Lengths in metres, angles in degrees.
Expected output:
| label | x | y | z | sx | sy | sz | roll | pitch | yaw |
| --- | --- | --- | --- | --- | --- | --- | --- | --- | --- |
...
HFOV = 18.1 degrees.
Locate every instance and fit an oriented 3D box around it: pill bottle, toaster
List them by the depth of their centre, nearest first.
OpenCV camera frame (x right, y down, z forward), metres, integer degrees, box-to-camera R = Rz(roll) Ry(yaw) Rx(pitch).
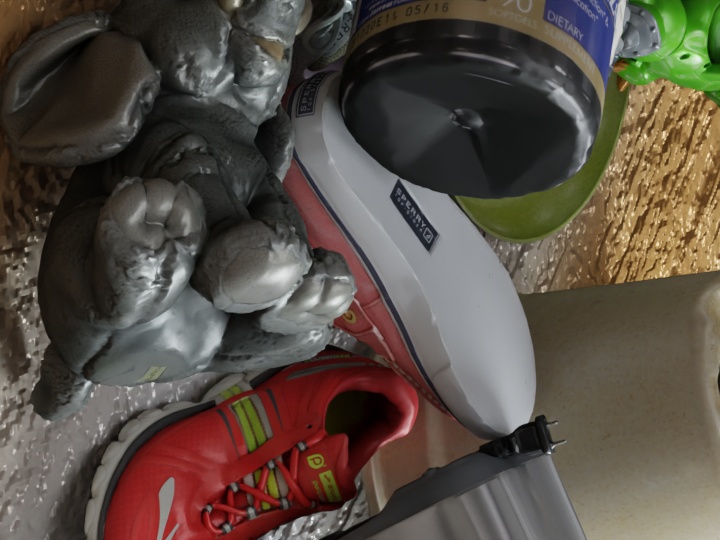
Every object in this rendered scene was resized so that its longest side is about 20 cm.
| label | x | y | z | sx | sy | sz | roll | pitch | yaw |
| --- | --- | --- | --- | --- | --- | --- | --- | --- | --- |
| pill bottle | 0.060 | -0.141 | 0.977 | 0.112 | 0.111 | 0.201 | 47 | 45 | -46 |
| toaster | 0.036 | 0.160 | 1.005 | 0.130 | 0.200 | 0.114 | 63 | 25 | 7 |

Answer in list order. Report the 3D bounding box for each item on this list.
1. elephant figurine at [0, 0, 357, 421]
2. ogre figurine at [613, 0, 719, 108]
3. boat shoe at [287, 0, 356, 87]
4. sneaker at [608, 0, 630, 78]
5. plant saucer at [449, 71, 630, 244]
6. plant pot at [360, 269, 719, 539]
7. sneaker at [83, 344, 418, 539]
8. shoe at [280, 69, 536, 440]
| label | x | y | z | sx | sy | sz | roll | pitch | yaw |
| --- | --- | --- | --- | --- | --- | --- | --- | --- | --- |
| elephant figurine | -0.073 | -0.062 | 0.925 | 0.142 | 0.154 | 0.201 | 96 | -14 | -66 |
| ogre figurine | 0.178 | -0.156 | 1.208 | 0.200 | 0.098 | 0.120 | 35 | 57 | -66 |
| boat shoe | -0.011 | -0.088 | 1.043 | 0.074 | 0.065 | 0.203 | -44 | 129 | -40 |
| sneaker | 0.067 | -0.169 | 1.091 | 0.086 | 0.078 | 0.201 | -8 | 74 | -21 |
| plant saucer | 0.081 | -0.115 | 1.191 | 0.200 | 0.031 | 0.201 | -13 | 107 | -51 |
| plant pot | 0.132 | 0.082 | 1.118 | 0.200 | 0.183 | 0.201 | 24 | 57 | -45 |
| sneaker | -0.045 | 0.088 | 1.011 | 0.200 | 0.085 | 0.077 | -39 | 125 | -43 |
| shoe | 0.000 | 0.000 | 1.027 | 0.200 | 0.091 | 0.072 | 56 | 42 | -27 |
